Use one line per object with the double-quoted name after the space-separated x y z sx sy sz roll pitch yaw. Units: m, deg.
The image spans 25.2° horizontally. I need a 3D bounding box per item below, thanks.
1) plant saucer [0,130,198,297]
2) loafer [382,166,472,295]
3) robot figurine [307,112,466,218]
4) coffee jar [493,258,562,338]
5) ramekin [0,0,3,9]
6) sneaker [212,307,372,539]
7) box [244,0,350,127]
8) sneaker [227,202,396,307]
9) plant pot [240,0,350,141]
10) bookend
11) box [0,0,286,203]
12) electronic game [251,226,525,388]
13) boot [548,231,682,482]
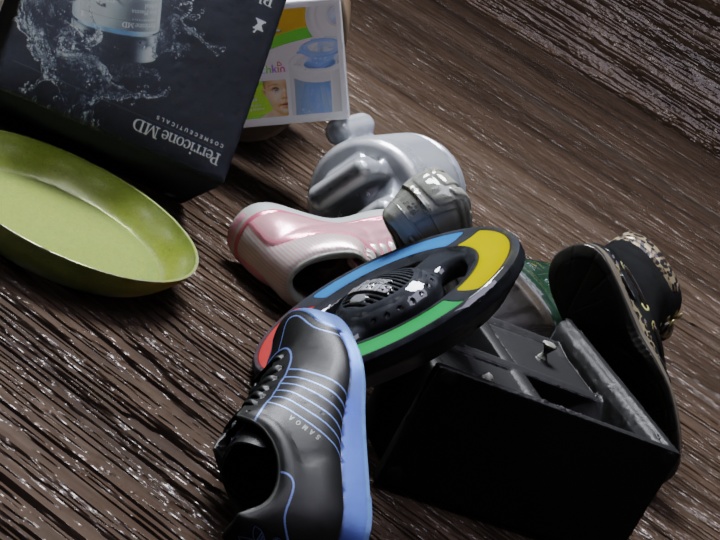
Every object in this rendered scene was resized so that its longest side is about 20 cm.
-0.209 -0.036 1.122 0.199 0.031 0.200 27 17 -9 "plant saucer"
0.051 0.003 1.245 0.070 0.070 0.200 45 -21 38 "loafer"
0.027 -0.065 1.441 0.170 0.113 0.200 63 23 4 "robot figurine"
0.162 0.041 1.391 0.104 0.085 0.200 51 23 21 "coffee jar"
-0.360 -0.288 1.482 0.200 0.098 0.201 26 17 -9 "ramekin"
-0.044 0.087 0.923 0.078 0.070 0.200 21 33 -23 "sneaker"
-0.115 -0.191 1.432 0.199 0.113 0.101 -6 20 -3 "box"
0.000 0.000 1.276 0.200 0.076 0.105 6 23 -36 "sneaker"
-0.110 -0.222 1.588 0.200 0.201 0.175 24 34 -16 "plant pot"
0.089 0.088 1.141 0.198 0.092 0.200 21 18 -24 "bookend"
-0.179 -0.185 1.265 0.196 0.201 0.117 22 -13 -20 "box"
0.018 0.025 1.082 0.200 0.199 0.042 -86 151 -71 "electronic game"
0.225 0.063 1.313 0.150 0.073 0.201 -23 90 -63 "boot"
